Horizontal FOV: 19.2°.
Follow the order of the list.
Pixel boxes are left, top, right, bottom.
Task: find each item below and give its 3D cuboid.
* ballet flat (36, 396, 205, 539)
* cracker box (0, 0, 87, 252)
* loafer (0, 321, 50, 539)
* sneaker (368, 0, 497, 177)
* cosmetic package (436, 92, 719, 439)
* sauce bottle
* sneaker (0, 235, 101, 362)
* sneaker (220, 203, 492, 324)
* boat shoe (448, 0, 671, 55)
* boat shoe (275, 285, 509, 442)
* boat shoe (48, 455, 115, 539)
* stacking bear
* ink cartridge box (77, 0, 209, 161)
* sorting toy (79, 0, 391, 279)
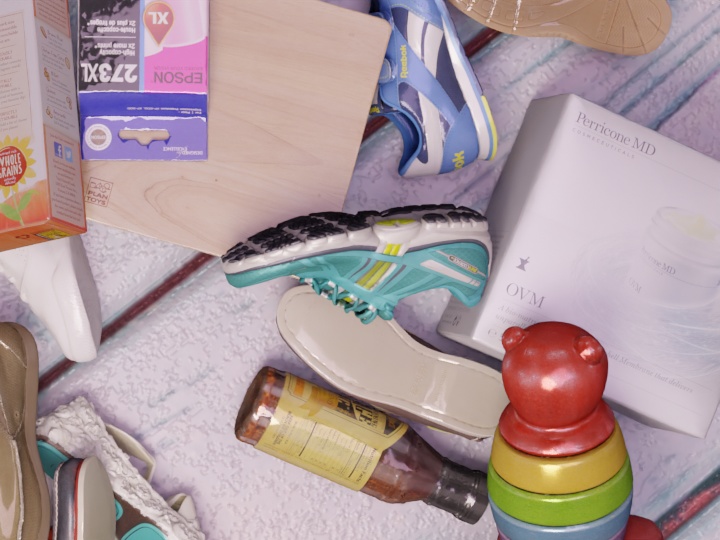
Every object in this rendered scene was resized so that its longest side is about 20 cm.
[{"bbox_3d":[-0.162,0.172,1.582,0.072,0.072,0.200,-43,100,-7],"label":"ballet flat"},{"bbox_3d":[-0.271,-0.114,1.504,0.133,0.058,0.201,-11,77,21],"label":"cracker box"},{"bbox_3d":[-0.267,0.130,1.497,0.076,0.067,0.201,-20,66,30],"label":"loafer"},{"bbox_3d":[0.032,-0.163,1.605,0.082,0.074,0.201,-25,95,-7],"label":"sneaker"},{"bbox_3d":[0.194,-0.004,1.614,0.199,0.123,0.201,23,86,-10],"label":"cosmetic package"},{"bbox_3d":[0.005,0.137,1.612,0.199,0.066,0.066,24,87,-13],"label":"sauce bottle"},{"bbox_3d":[-0.255,-0.019,1.562,0.088,0.075,0.201,-22,88,1],"label":"sneaker"},{"bbox_3d":[0.000,0.000,1.517,0.199,0.078,0.080,-3,102,-13],"label":"sneaker"},{"bbox_3d":[0.140,-0.217,1.628,0.199,0.065,0.072,13,108,-12],"label":"boat shoe"},{"bbox_3d":[0.021,0.073,1.611,0.199,0.060,0.072,24,75,-12],"label":"boat shoe"},{"bbox_3d":[-0.215,0.223,1.544,0.062,0.071,0.201,9,118,14],"label":"boat shoe"},{"bbox_3d":[0.143,0.128,1.520,0.121,0.114,0.201,10,122,28],"label":"stacking bear"},{"bbox_3d":[-0.155,-0.179,1.522,0.094,0.037,0.201,0,91,-4],"label":"ink cartridge box"},{"bbox_3d":[-0.099,-0.112,1.576,0.199,0.070,0.200,15,89,-4],"label":"sorting toy"}]
